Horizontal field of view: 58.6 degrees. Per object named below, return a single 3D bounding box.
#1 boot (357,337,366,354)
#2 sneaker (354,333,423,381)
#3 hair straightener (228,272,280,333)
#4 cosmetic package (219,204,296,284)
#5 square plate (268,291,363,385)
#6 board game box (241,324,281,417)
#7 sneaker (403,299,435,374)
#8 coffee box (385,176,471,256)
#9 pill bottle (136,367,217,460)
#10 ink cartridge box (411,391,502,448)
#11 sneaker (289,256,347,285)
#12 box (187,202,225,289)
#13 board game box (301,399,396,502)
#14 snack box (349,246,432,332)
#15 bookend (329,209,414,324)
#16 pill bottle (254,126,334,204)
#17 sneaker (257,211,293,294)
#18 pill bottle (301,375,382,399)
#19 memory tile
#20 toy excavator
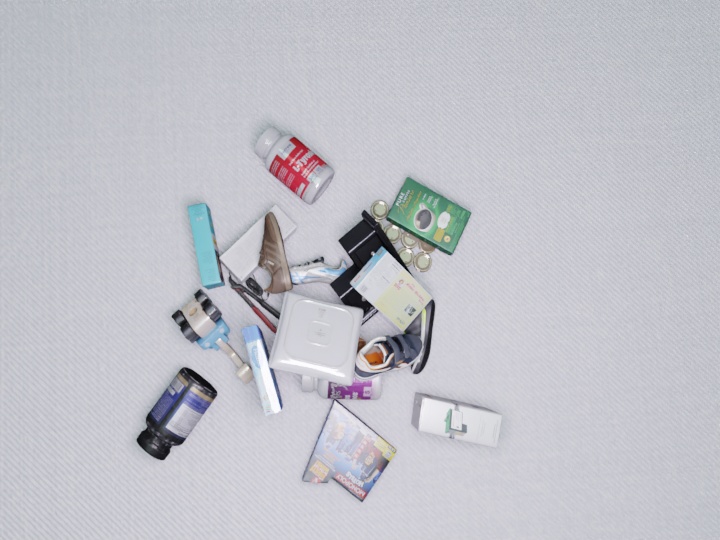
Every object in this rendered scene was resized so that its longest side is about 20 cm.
[{"bbox_3d":[-0.096,0.176,1.542,0.197,0.153,0.075,-27,129,-31],"label":"boot"},{"bbox_3d":[0.074,0.195,1.524,0.196,0.080,0.079,-23,59,-26],"label":"sneaker"},{"bbox_3d":[-0.259,0.065,1.636,0.199,0.041,0.077,43,70,8],"label":"hair straightener"},{"bbox_3d":[-0.258,-0.066,1.627,0.082,0.051,0.200,43,73,4],"label":"cosmetic package"},{"bbox_3d":[-0.098,0.150,1.483,0.194,0.029,0.202,13,58,-5],"label":"square plate"},{"bbox_3d":[-0.231,0.237,1.527,0.042,0.200,0.204,-15,84,-8],"label":"board game box"},{"bbox_3d":[0.139,0.160,1.639,0.081,0.072,0.206,7,80,19],"label":"sneaker"},{"bbox_3d":[0.176,-0.140,1.663,0.196,0.044,0.125,27,82,-1],"label":"coffee box"},{"bbox_3d":[-0.444,0.346,1.545,0.111,0.112,0.202,36,82,2],"label":"pill bottle"},{"bbox_3d":[0.229,0.363,1.568,0.194,0.146,0.087,12,83,-1],"label":"ink cartridge box"},{"bbox_3d":[-0.128,0.001,1.627,0.194,0.072,0.075,0,97,-10],"label":"sneaker"},{"bbox_3d":[-0.388,-0.060,1.615,0.048,0.082,0.206,-12,84,-6],"label":"box"},{"bbox_3d":[-0.046,0.461,1.581,0.199,0.062,0.202,38,83,2],"label":"board game box"},{"bbox_3d":[0.078,0.048,1.550,0.116,0.037,0.200,-47,124,0],"label":"snack box"},{"bbox_3d":[0.000,0.000,1.570,0.197,0.092,0.201,-38,124,-4],"label":"bookend"},{"bbox_3d":[-0.171,-0.272,1.640,0.199,0.112,0.113,39,82,2],"label":"pill bottle"},{"bbox_3d":[-0.221,-0.043,1.566,0.073,0.071,0.205,-14,75,-4],"label":"sneaker"},{"bbox_3d":[-0.047,0.260,1.580,0.194,0.112,0.116,2,82,-3],"label":"pill bottle"},{"bbox_3d":[0.106,-0.089,1.683,0.195,0.017,0.157,16,82,-2],"label":"memory tile"},{"bbox_3d":[-0.348,0.170,1.585,0.100,0.201,0.194,-43,43,-7],"label":"toy excavator"}]
